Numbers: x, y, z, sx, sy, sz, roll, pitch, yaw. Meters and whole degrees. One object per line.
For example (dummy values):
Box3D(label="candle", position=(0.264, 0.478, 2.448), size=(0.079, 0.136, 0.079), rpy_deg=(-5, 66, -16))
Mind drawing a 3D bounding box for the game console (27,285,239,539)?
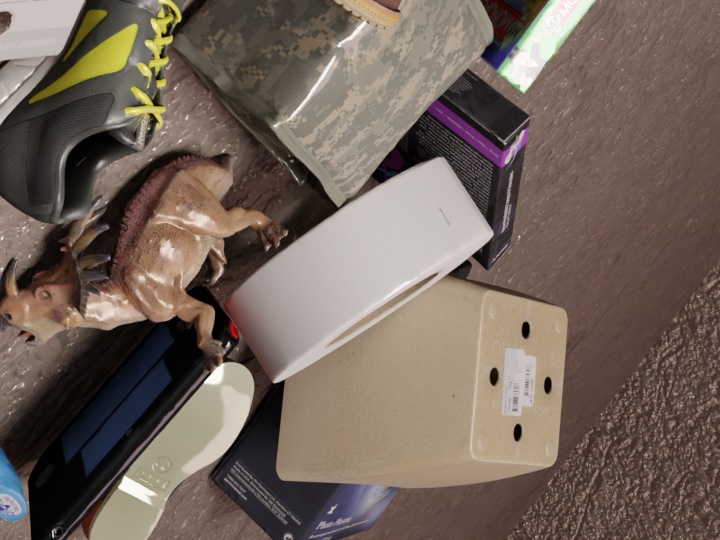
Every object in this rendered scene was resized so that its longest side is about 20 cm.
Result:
Box3D(label="game console", position=(-0.166, 0.099, 1.068), size=(0.200, 0.031, 0.177), rpy_deg=(-49, -168, -2))

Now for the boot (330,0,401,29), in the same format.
Box3D(label="boot", position=(-0.004, -0.237, 0.778), size=(0.200, 0.072, 0.167), rpy_deg=(35, 92, -43))

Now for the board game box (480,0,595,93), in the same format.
Box3D(label="board game box", position=(0.126, -0.211, 1.079), size=(0.135, 0.029, 0.200), rpy_deg=(-52, -161, 10))

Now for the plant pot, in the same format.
Box3D(label="plant pot", position=(0.067, 0.090, 1.276), size=(0.199, 0.176, 0.202), rpy_deg=(13, 80, -51))

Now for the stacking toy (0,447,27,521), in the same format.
Box3D(label="stacking toy", position=(-0.311, 0.148, 0.893), size=(0.199, 0.110, 0.116), rpy_deg=(-33, 160, -12))

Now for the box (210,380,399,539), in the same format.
Box3D(label="box", position=(-0.014, 0.165, 1.511), size=(0.199, 0.123, 0.200), rpy_deg=(-55, 160, 13))

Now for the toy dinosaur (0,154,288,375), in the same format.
Box3D(label="toy dinosaur", position=(-0.135, -0.021, 0.979), size=(0.085, 0.135, 0.201), rpy_deg=(-7, -132, 51))

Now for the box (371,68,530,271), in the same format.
Box3D(label="box", position=(0.061, -0.096, 1.156), size=(0.036, 0.143, 0.200), rpy_deg=(-43, 161, -20))

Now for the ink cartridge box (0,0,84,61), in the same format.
Box3D(label="ink cartridge box", position=(-0.163, -0.183, 0.662), size=(0.161, 0.050, 0.201), rpy_deg=(-20, 149, -55))

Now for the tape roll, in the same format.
Box3D(label="tape roll", position=(0.000, 0.000, 1.106), size=(0.202, 0.071, 0.202), rpy_deg=(-33, 175, -4))

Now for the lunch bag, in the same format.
Box3D(label="lunch bag", position=(-0.006, -0.141, 0.965), size=(0.164, 0.117, 0.200), rpy_deg=(-49, 156, -3))

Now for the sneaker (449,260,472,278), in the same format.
Box3D(label="sneaker", position=(0.059, 0.029, 1.506), size=(0.105, 0.060, 0.200), rpy_deg=(-59, 162, 12))

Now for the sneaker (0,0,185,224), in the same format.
Box3D(label="sneaker", position=(-0.129, -0.109, 0.805), size=(0.200, 0.085, 0.074), rpy_deg=(-51, 161, 5))

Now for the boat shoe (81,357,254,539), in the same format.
Box3D(label="boat shoe", position=(-0.165, 0.151, 1.251), size=(0.201, 0.071, 0.063), rpy_deg=(-53, -157, 4))
